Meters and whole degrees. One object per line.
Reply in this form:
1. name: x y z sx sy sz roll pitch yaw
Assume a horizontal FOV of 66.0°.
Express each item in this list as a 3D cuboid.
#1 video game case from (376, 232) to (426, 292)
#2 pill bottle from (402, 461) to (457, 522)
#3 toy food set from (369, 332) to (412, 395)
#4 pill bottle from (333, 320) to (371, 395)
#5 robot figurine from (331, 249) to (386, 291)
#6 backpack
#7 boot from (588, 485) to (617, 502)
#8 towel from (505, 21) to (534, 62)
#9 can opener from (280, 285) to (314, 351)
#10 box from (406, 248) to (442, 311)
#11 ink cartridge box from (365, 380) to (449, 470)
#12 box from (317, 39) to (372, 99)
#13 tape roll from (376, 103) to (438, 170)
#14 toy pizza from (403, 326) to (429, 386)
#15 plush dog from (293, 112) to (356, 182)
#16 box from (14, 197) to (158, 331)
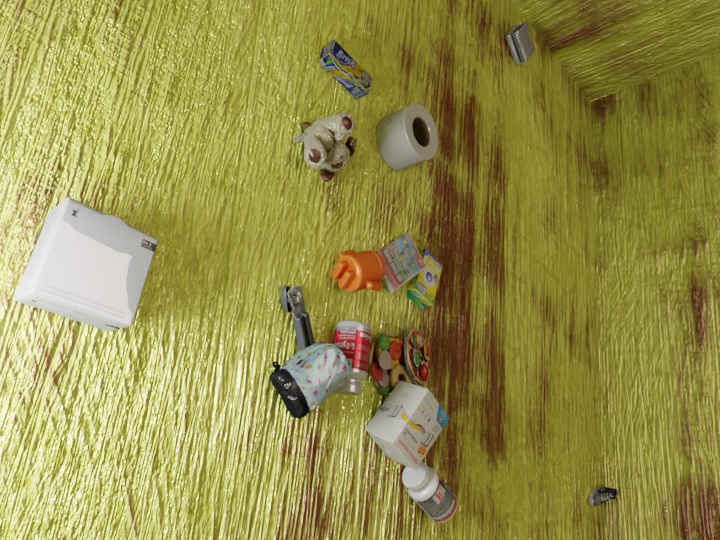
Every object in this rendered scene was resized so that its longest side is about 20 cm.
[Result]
1. video game case: 0.136 -0.031 1.924 0.199 0.017 0.145 -33 95 -40
2. pill bottle: 0.226 0.721 1.814 0.201 0.114 0.117 52 49 -26
3. toy food set: 0.097 0.305 1.817 0.196 0.048 0.205 15 71 -44
4. pill bottle: -0.029 0.260 1.644 0.111 0.111 0.205 24 64 -41
5. robot figurine: 0.001 0.002 1.731 0.198 0.142 0.120 -14 109 -47
6. backpack: -0.128 0.287 1.506 0.199 0.125 0.170 -36 113 -30
7. boot: 1.240 1.151 2.827 0.198 0.089 0.075 -8 87 -47
8. towel: 0.857 -1.211 2.944 0.167 0.084 0.201 59 46 -21
9. can opener: -0.178 0.138 1.564 0.053 0.066 0.205 -28 115 -46
10. box: 0.233 0.037 2.024 0.117 0.048 0.203 40 56 -33
11. ink cartridge box: 0.147 0.480 1.729 0.201 0.143 0.148 -49 118 -24
12. box: -0.050 -0.674 1.864 0.199 0.063 0.071 35 58 -38
13. tape roll: 0.170 -0.480 2.004 0.200 0.137 0.208 13 72 -44
14. toy pizza: 0.203 0.294 1.909 0.200 0.031 0.205 36 48 -52
15. plush dog: -0.099 -0.379 1.720 0.201 0.159 0.172 -48 134 -10
16. box: -0.552 -0.005 1.128 0.197 0.129 0.204 29 61 -39
